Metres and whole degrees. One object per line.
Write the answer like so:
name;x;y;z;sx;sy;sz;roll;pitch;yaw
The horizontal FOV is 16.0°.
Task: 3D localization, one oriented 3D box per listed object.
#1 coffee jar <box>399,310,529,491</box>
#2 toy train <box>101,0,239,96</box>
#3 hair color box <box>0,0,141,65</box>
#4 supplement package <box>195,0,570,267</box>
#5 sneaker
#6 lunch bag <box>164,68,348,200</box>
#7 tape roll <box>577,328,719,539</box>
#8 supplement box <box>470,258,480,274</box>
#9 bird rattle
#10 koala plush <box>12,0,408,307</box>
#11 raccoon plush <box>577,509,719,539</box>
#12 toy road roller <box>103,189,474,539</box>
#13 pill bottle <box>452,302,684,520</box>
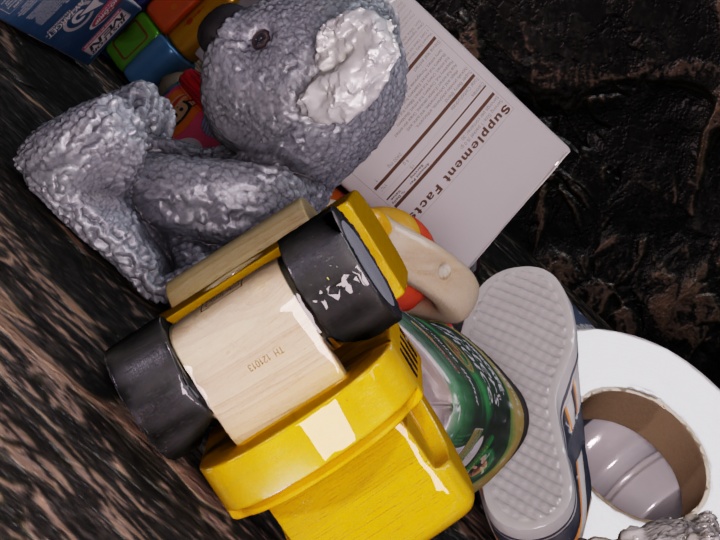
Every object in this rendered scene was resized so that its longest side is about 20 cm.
coffee jar;0.030;0.075;1.438;0.104;0.085;0.200;45;6;15
toy train;-0.101;-0.204;1.915;0.116;0.200;0.085;53;11;33
hair color box;-0.236;-0.211;1.734;0.100;0.061;0.200;46;8;19
supplement package;0.016;-0.110;1.663;0.200;0.120;0.121;40;2;-37
sneaker;0.101;0.095;1.586;0.080;0.078;0.201;73;16;-51
lunch bag;-0.059;-0.043;1.698;0.200;0.082;0.176;39;4;-40
tape roll;0.174;0.128;1.675;0.202;0.037;0.203;15;48;-17
supplement box;0.024;-0.045;1.881;0.110;0.086;0.200;45;-13;17
bird rattle;0.000;0.000;1.533;0.200;0.113;0.163;43;-17;-34
koala plush;-0.049;-0.072;1.387;0.184;0.200;0.177;43;6;-3
raccoon plush;0.166;0.206;1.216;0.200;0.134;0.097;41;6;-18
toy road roller;-0.022;0.057;1.139;0.146;0.123;0.200;58;6;-7
pill bottle;0.150;0.109;1.795;0.200;0.120;0.120;47;8;27
